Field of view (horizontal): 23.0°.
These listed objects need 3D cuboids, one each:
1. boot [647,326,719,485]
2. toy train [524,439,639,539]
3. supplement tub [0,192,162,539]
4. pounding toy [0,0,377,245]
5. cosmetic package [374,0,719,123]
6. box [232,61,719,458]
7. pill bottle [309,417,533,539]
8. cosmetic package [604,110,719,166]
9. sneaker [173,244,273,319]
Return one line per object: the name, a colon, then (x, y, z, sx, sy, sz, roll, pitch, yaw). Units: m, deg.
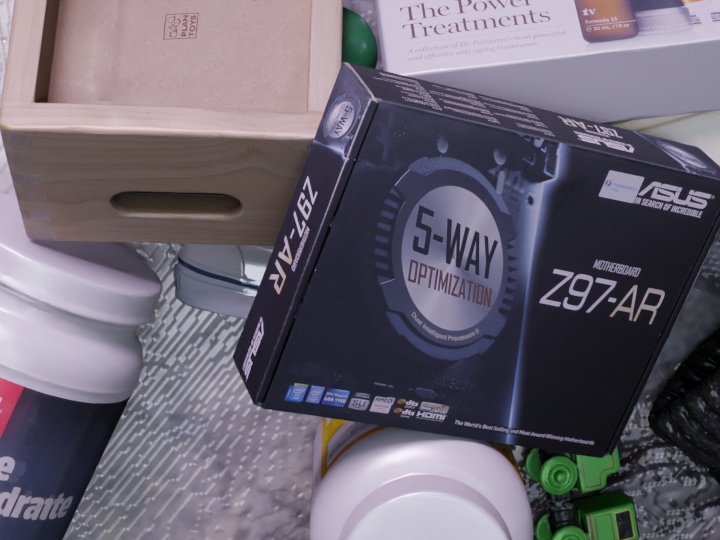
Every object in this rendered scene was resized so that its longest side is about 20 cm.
boot: (0.215, 0.134, 0.976, 0.158, 0.079, 0.211, 37, 88, -14)
toy train: (0.131, 0.157, 1.003, 0.056, 0.042, 0.200, -12, 101, -9)
supplement tub: (-0.200, 0.072, 0.930, 0.140, 0.140, 0.200, 25, 100, -5)
pounding toy: (-0.067, -0.082, 0.891, 0.200, 0.142, 0.184, 2, 60, -1)
cosmetic package: (0.107, -0.141, 0.891, 0.200, 0.151, 0.052, -7, 136, 0)
box: (0.059, 0.001, 0.837, 0.200, 0.044, 0.160, 11, 114, -26)
pill bottle: (0.030, 0.122, 0.912, 0.113, 0.200, 0.113, 0, 101, -1)
cosmetic package: (0.207, -0.071, 0.928, 0.200, 0.104, 0.073, -17, 100, 1)
sneaker: (0.000, 0.000, 0.953, 0.200, 0.073, 0.071, 10, 104, -2)
